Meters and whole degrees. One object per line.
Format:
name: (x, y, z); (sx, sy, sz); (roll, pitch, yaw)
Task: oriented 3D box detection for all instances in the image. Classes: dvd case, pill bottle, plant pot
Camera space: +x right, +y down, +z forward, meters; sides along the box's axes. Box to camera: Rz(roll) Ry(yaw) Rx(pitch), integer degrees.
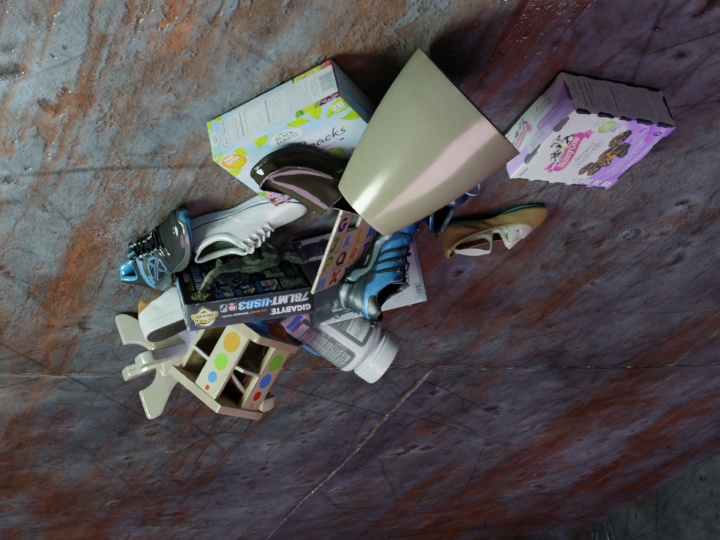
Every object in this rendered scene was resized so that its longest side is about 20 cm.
dvd case: (0.000, 0.000, 1.801); (0.197, 0.152, 0.025); (-13, -165, -2)
pill bottle: (-0.036, 0.101, 1.896); (0.199, 0.114, 0.114); (36, 135, -13)
plant pot: (0.070, -0.149, 1.418); (0.200, 0.188, 0.187); (-44, 145, 10)

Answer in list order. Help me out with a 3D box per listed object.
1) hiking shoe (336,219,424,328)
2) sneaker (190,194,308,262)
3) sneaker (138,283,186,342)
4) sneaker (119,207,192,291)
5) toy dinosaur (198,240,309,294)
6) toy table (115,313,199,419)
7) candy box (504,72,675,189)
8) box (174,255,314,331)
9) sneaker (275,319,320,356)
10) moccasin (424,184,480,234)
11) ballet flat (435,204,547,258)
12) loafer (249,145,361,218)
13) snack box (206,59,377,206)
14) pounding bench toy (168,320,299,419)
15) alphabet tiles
hiking shoe: (0.051, -0.008, 1.713); (0.201, 0.086, 0.074); (-54, 158, -8)
sneaker: (-0.168, -0.061, 1.669); (0.197, 0.072, 0.073); (-19, 153, 10)
sneaker: (-0.274, 0.044, 1.819); (0.198, 0.085, 0.073); (-19, 151, -15)
sneaker: (-0.308, -0.026, 1.669); (0.081, 0.074, 0.200); (3, 148, -26)
toy dinosaur: (-0.178, -0.015, 1.704); (0.198, 0.088, 0.048); (-18, 121, -29)
toy table: (-0.340, 0.149, 1.896); (0.116, 0.186, 0.200); (-17, 161, -26)
candy box: (0.333, -0.202, 1.630); (0.198, 0.072, 0.168); (3, 149, -30)
box: (-0.186, 0.027, 1.718); (0.196, 0.200, 0.050); (-9, 110, -13)
sneaker: (-0.092, 0.106, 2.032); (0.082, 0.072, 0.199); (-30, 154, 20)
moccasin: (0.145, -0.127, 1.689); (0.079, 0.069, 0.201); (-7, 152, -12)
ballet flat: (0.227, -0.060, 1.861); (0.197, 0.064, 0.069); (-12, 154, -3)
loafer: (-0.053, -0.113, 1.473); (0.198, 0.072, 0.073); (5, 149, -32)
snack box: (-0.080, -0.181, 1.488); (0.198, 0.068, 0.168); (-24, 152, 18)
pounding bench toy: (-0.182, 0.144, 1.810); (0.157, 0.124, 0.199); (-60, 149, 4)
alphabet tiles: (0.007, -0.058, 1.679); (0.199, 0.008, 0.169); (-23, 139, -54)
